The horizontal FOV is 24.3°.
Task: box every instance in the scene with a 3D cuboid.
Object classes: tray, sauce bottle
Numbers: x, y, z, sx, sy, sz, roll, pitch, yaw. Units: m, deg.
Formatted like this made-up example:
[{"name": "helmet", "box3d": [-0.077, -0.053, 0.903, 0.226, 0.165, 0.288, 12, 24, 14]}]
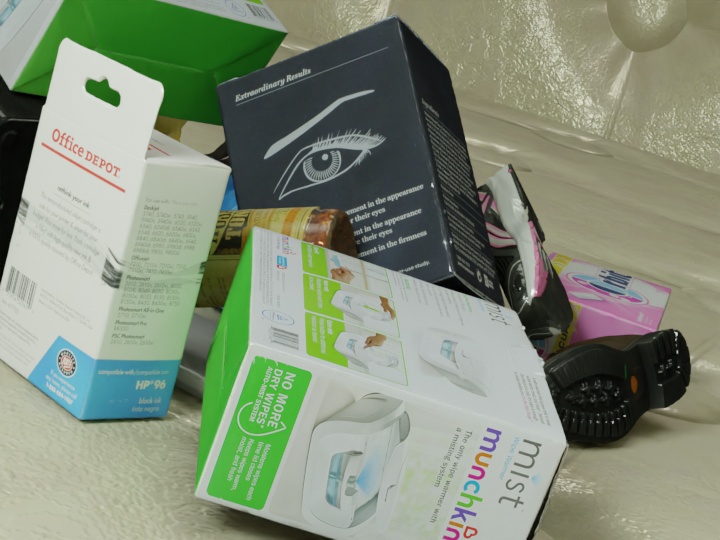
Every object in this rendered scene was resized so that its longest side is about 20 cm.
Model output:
[{"name": "tray", "box3d": [-0.125, 0.050, 1.111, 0.200, 0.022, 0.107, 23, 14, 30]}, {"name": "sauce bottle", "box3d": [-0.103, -0.007, 1.088, 0.199, 0.066, 0.066, -2, 7, 17]}]

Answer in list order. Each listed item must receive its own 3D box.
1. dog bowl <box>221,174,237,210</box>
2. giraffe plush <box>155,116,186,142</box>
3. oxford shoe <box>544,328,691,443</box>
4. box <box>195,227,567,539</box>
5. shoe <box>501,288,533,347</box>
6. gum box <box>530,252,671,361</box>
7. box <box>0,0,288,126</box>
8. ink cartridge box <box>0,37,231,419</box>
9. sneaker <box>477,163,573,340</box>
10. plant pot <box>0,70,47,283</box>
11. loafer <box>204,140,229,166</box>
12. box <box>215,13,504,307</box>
[{"name": "dog bowl", "box3d": [-0.040, -0.002, 1.254, 0.200, 0.112, 0.050, 24, -3, 30]}, {"name": "giraffe plush", "box3d": [-0.230, -0.124, 1.458, 0.173, 0.200, 0.162, 43, -25, -22]}, {"name": "oxford shoe", "box3d": [0.165, 0.088, 1.242, 0.084, 0.073, 0.200, -5, 1, 37]}, {"name": "box", "box3d": [0.007, 0.068, 0.942, 0.176, 0.097, 0.200, 18, 16, -10]}, {"name": "shoe", "box3d": [0.065, 0.011, 1.254, 0.053, 0.070, 0.200, -2, 40, -33]}, {"name": "gum box", "box3d": [0.198, 0.043, 1.433, 0.113, 0.066, 0.200, 19, 13, 10]}, {"name": "box", "box3d": [-0.181, -0.204, 1.172, 0.200, 0.097, 0.177, 4, 40, -50]}, {"name": "ink cartridge box", "box3d": [-0.147, -0.025, 0.997, 0.068, 0.201, 0.116, 3, 18, -44]}, {"name": "sneaker", "box3d": [0.108, -0.001, 1.320, 0.086, 0.080, 0.200, -26, 27, 9]}, {"name": "plant pot", "box3d": [-0.275, -0.089, 1.175, 0.177, 0.200, 0.200, 39, 22, 28]}, {"name": "loafer", "box3d": [-0.117, -0.075, 1.568, 0.071, 0.073, 0.200, 25, 23, 15]}, {"name": "box", "box3d": [-0.001, -0.051, 1.158, 0.148, 0.201, 0.104, -18, -22, 19]}]
